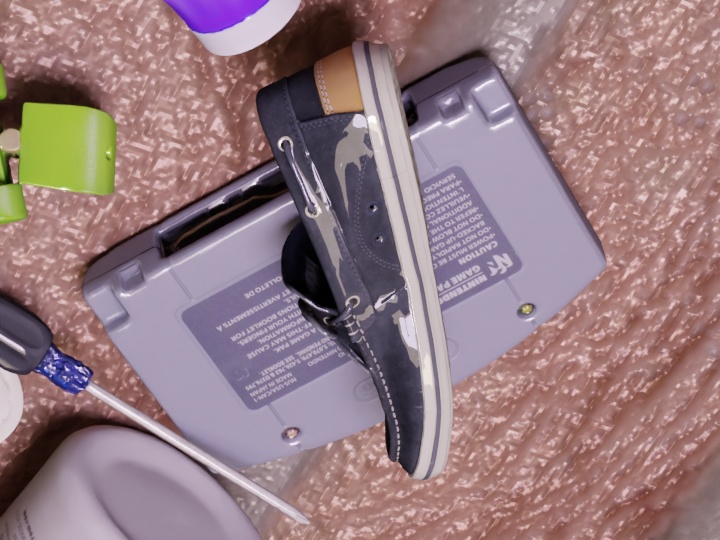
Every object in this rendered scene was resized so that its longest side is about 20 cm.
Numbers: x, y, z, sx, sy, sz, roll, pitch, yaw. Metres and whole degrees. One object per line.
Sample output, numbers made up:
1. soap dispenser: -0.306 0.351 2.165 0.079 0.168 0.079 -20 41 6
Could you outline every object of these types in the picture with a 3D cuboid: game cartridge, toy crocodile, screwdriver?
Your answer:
1. game cartridge: -0.002 0.005 1.272 0.200 0.041 0.133 -28 123 7
2. toy crocodile: -0.196 -0.039 1.184 0.200 0.062 0.068 -11 88 -3
3. screwdriver: -0.102 0.056 1.260 0.200 0.028 0.029 31 154 -11

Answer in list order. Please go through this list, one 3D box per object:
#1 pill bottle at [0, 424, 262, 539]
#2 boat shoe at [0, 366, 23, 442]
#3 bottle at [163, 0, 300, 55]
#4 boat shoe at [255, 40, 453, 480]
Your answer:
1. pill bottle: -0.139 0.175 1.312 0.114 0.114 0.200 28 115 -28
2. boat shoe: -0.244 0.071 1.248 0.202 0.072 0.060 -12 169 -19
3. bottle: -0.091 -0.165 1.110 0.084 0.065 0.200 -31 126 10
4. boat shoe: 0.000 0.000 1.205 0.062 0.075 0.200 -12 122 2
